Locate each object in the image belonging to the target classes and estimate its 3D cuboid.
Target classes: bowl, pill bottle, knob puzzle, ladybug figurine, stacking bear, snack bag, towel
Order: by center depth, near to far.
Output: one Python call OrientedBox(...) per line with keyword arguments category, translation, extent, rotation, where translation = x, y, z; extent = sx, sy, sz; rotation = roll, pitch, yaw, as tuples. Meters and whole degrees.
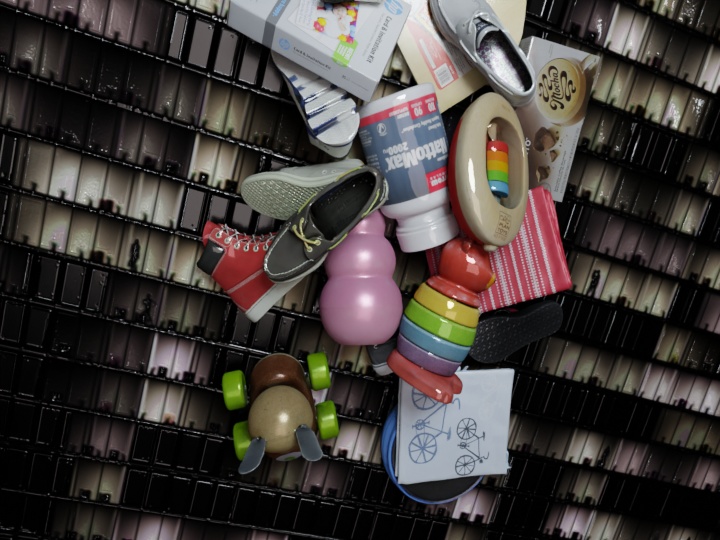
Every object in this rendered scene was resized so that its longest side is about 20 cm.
OrientedBox(category="ladybug figurine", translation=(0.161, -0.125, 0.719), extent=(0.133, 0.071, 0.208), rotation=(16, 73, -38))
OrientedBox(category="stacking bear", translation=(0.120, 0.056, 0.756), extent=(0.111, 0.121, 0.206), rotation=(24, 97, 20))
OrientedBox(category="pill bottle", translation=(0.071, -0.139, 0.765), extent=(0.116, 0.120, 0.207), rotation=(-19, 103, -5))
OrientedBox(category="knob puzzle", translation=(0.142, -0.351, 0.771), extent=(0.210, 0.031, 0.229), rotation=(-1, 104, -3))
OrientedBox(category="towel", translation=(0.191, -0.021, 0.794), extent=(0.194, 0.022, 0.150), rotation=(-17, 77, 25))
OrientedBox(category="snack bag", translation=(0.151, 0.241, 0.877), extent=(0.192, 0.021, 0.197), rotation=(-2, 103, -9))
OrientedBox(category="bowl", translation=(0.131, 0.290, 0.916), extent=(0.192, 0.039, 0.209), rotation=(-2, 103, -10))

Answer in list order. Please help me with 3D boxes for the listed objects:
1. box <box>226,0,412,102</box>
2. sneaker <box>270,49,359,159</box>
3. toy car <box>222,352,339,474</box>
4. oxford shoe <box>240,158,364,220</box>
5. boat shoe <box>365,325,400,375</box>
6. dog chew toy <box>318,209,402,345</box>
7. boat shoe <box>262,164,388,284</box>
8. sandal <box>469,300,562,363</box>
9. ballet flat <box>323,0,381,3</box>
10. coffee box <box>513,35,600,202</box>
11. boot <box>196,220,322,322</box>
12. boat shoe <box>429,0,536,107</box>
OrientedBox(category="box", translation=(-0.046, -0.319, 0.690), extent=(0.195, 0.041, 0.160), rotation=(27, 60, -7))
OrientedBox(category="sneaker", translation=(-0.060, -0.232, 0.747), extent=(0.078, 0.115, 0.205), rotation=(-21, 77, -6))
OrientedBox(category="toy car", translation=(-0.109, 0.222, 0.774), extent=(0.158, 0.200, 0.164), rotation=(-11, 104, -7))
OrientedBox(category="oxford shoe", translation=(-0.073, -0.116, 0.770), extent=(0.192, 0.059, 0.077), rotation=(-3, 135, 14))
OrientedBox(category="boat shoe", translation=(0.094, 0.083, 0.853), extent=(0.195, 0.070, 0.068), rotation=(-30, 107, 5))
OrientedBox(category="dog chew toy", translation=(0.000, 0.000, 0.789), extent=(0.119, 0.124, 0.209), rotation=(0, 86, -10))
OrientedBox(category="boat shoe", translation=(-0.051, -0.059, 0.692), extent=(0.200, 0.061, 0.072), rotation=(-41, 84, 6))
OrientedBox(category="sandal", translation=(0.241, 0.094, 0.896), extent=(0.193, 0.045, 0.078), rotation=(-14, 111, -22))
OrientedBox(category="ballet flat", translation=(0.018, -0.382, 0.685), extent=(0.067, 0.068, 0.204), rotation=(33, 58, -11))
OrientedBox(category="coffee box", translation=(0.254, -0.214, 0.804), extent=(0.109, 0.080, 0.208), rotation=(11, 100, -11))
OrientedBox(category="boot", translation=(-0.136, -0.040, 0.762), extent=(0.199, 0.073, 0.144), rotation=(-41, 103, 19))
OrientedBox(category="boat shoe", translation=(0.159, -0.301, 0.719), extent=(0.071, 0.068, 0.204), rotation=(-32, 90, 9))
